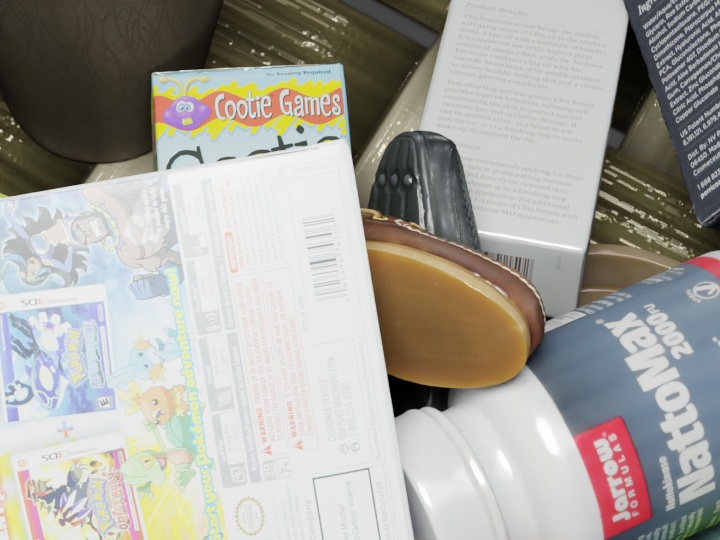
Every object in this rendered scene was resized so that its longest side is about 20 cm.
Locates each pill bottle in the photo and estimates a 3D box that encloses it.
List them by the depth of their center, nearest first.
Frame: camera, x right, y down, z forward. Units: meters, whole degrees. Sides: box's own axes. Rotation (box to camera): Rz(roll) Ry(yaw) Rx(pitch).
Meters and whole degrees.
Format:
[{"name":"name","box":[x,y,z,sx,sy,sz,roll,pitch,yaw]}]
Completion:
[{"name":"pill bottle","box":[0.108,0.079,0.948,0.199,0.120,0.120,-22,68,-16]}]

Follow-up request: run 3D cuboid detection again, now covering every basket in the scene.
[{"name":"basket","box":[-0.139,-0.153,1.075,0.180,0.200,0.136,-18,68,-12]}]

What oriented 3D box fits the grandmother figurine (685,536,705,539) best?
[{"name":"grandmother figurine","box":[0.214,0.215,0.996,0.200,0.061,0.121,52,26,9]}]

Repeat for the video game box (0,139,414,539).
[{"name":"video game box","box":[-0.079,0.058,0.866,0.181,0.047,0.201,-9,92,-8]}]

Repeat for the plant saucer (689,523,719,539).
[{"name":"plant saucer","box":[0.255,0.154,1.015,0.199,0.027,0.201,17,50,-21]}]

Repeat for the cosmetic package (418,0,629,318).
[{"name":"cosmetic package","box":[0.086,-0.078,1.113,0.101,0.071,0.201,10,57,7]}]

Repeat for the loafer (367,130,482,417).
[{"name":"loafer","box":[0.047,0.029,1.019,0.070,0.068,0.201,-9,97,-28]}]

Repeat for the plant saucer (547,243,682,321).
[{"name":"plant saucer","box":[0.133,0.081,1.083,0.199,0.029,0.201,2,65,-4]}]

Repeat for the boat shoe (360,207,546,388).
[{"name":"boat shoe","box":[0.000,0.000,0.939,0.199,0.071,0.070,13,36,29]}]

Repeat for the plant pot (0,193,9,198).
[{"name":"plant pot","box":[-0.195,0.055,0.981,0.199,0.184,0.201,2,64,-4]}]

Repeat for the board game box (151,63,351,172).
[{"name":"board game box","box":[-0.053,0.006,1.061,0.103,0.105,0.201,-3,64,-5]}]

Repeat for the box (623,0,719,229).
[{"name":"box","box":[0.259,-0.131,1.107,0.196,0.117,0.201,2,61,-35]}]
